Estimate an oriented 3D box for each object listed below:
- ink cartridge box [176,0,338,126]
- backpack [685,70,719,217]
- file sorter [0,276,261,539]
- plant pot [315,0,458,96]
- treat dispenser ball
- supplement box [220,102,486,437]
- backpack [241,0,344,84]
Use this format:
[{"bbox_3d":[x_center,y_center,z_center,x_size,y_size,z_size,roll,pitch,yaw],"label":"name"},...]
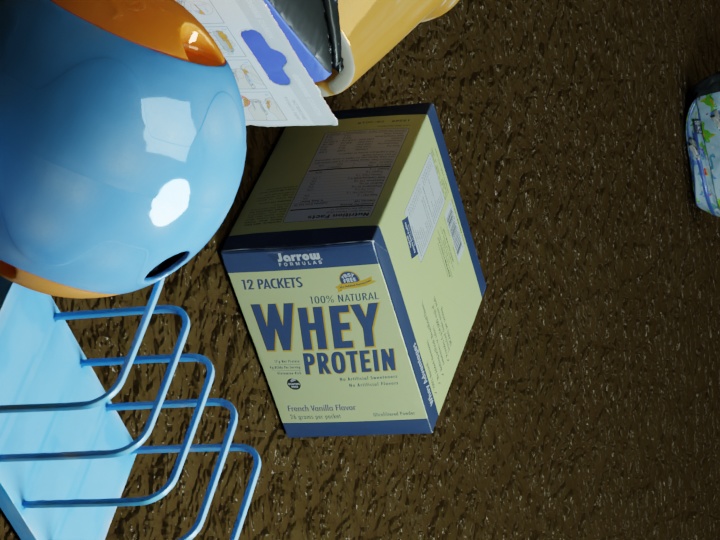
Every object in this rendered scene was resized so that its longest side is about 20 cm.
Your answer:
[{"bbox_3d":[-0.127,-0.156,1.504,0.161,0.199,0.050,56,40,-52],"label":"ink cartridge box"},{"bbox_3d":[0.539,-0.176,3.259,0.201,0.153,0.163,67,17,10],"label":"backpack"},{"bbox_3d":[-0.162,0.104,1.482,0.139,0.122,0.201,-73,150,-42],"label":"file sorter"},{"bbox_3d":[-0.019,-0.248,1.832,0.184,0.199,0.201,-58,141,-30],"label":"plant pot"},{"bbox_3d":[-0.170,-0.083,1.385,0.201,0.200,0.202,-4,90,-68],"label":"treat dispenser ball"},{"bbox_3d":[0.000,0.000,1.880,0.200,0.134,0.201,-66,145,-49],"label":"supplement box"},{"bbox_3d":[-0.109,-0.245,1.608,0.163,0.167,0.201,52,34,-58],"label":"backpack"}]
